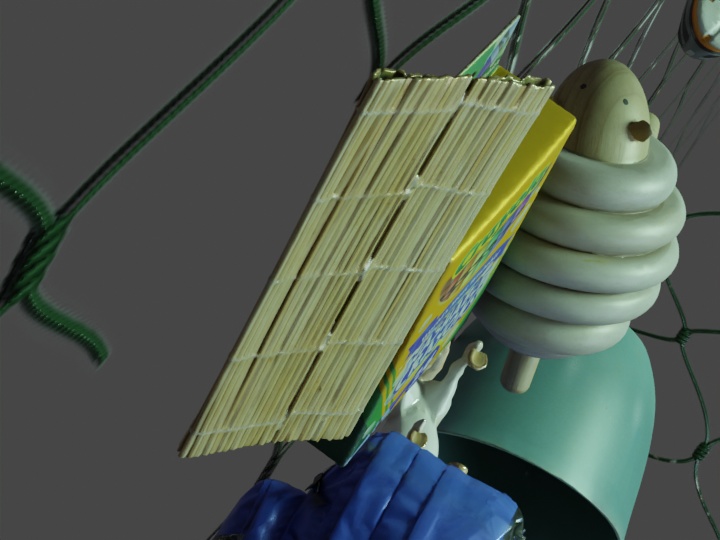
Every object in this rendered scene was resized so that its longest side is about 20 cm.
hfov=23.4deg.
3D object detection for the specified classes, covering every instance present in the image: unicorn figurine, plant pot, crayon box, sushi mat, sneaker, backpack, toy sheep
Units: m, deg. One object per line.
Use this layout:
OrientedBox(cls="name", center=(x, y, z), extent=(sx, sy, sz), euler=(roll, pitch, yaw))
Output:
OrientedBox(cls="unicorn figurine", center=(0.024, 0.125, 1.159), extent=(0.200, 0.074, 0.137), euler=(-55, -177, -36))
OrientedBox(cls="plant pot", center=(0.144, 0.114, 1.389), extent=(0.201, 0.200, 0.162), euler=(104, 12, -65))
OrientedBox(cls="crayon box", center=(0.032, -0.010, 0.830), extent=(0.126, 0.051, 0.200), euler=(-46, 167, -41))
OrientedBox(cls="sushi mat", center=(0.000, 0.000, 0.706), extent=(0.095, 0.012, 0.201), euler=(0, 131, -40))
OrientedBox(cls="sneaker", center=(0.303, -0.239, 1.318), extent=(0.200, 0.078, 0.077), euler=(-48, -178, -16))
OrientedBox(cls="backpack", center=(-0.006, 0.187, 0.962), extent=(0.200, 0.167, 0.163), euler=(-54, 174, -28))
OrientedBox(cls="toy sheep", center=(0.113, -0.020, 0.957), extent=(0.138, 0.137, 0.201), euler=(-39, 143, -57))
